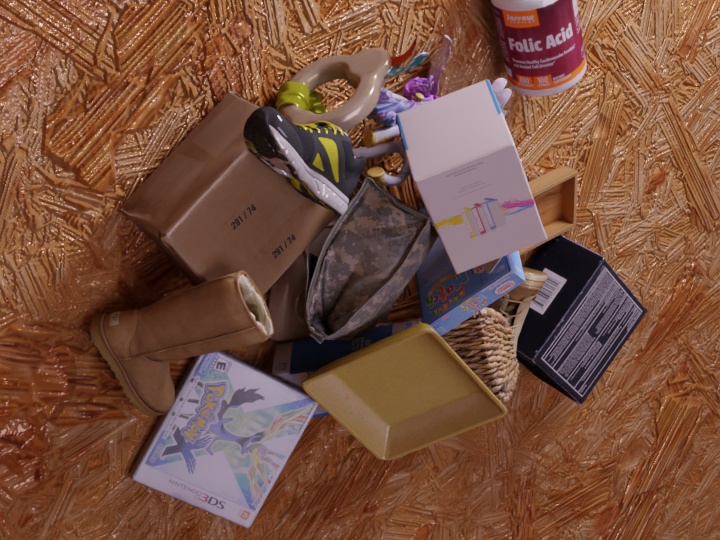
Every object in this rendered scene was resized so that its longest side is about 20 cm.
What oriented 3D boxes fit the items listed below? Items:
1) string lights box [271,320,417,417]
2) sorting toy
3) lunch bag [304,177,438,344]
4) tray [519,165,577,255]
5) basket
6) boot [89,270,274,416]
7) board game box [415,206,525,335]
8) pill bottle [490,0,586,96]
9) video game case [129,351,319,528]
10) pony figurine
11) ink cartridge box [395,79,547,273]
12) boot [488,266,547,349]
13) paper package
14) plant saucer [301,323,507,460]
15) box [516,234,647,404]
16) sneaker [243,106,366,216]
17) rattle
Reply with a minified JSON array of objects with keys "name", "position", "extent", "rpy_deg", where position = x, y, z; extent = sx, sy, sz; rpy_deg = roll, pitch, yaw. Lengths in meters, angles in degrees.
[{"name":"string lights box","position":[-0.008,0.137,1.566],"extent":[0.199,0.059,0.103],"rpy_deg":[-10,133,13]},{"name":"sorting toy","position":[-0.034,-0.003,1.576],"extent":[0.199,0.036,0.186],"rpy_deg":[-6,116,-36]},{"name":"lunch bag","position":[0.000,0.000,1.460],"extent":[0.200,0.117,0.164],"rpy_deg":[-57,171,1]},{"name":"tray","position":[0.254,-0.081,1.792],"extent":[0.199,0.037,0.099],"rpy_deg":[-25,128,-30]},{"name":"basket","position":[0.117,0.110,1.661],"extent":[0.143,0.199,0.150],"rpy_deg":[-50,125,-64]},{"name":"boot","position":[-0.195,0.093,1.368],"extent":[0.199,0.066,0.175],"rpy_deg":[-15,134,15]},{"name":"board game box","position":[0.137,-0.030,1.555],"extent":[0.151,0.201,0.037],"rpy_deg":[-35,130,29]},{"name":"pill bottle","position":[0.239,-0.348,1.574],"extent":[0.114,0.114,0.201],"rpy_deg":[-38,133,-21]},{"name":"video game case","position":[-0.176,0.219,1.521],"extent":[0.182,0.022,0.201],"rpy_deg":[28,92,-23]},{"name":"pony figurine","position":[0.084,-0.192,1.510],"extent":[0.199,0.167,0.194],"rpy_deg":[-4,130,-31]},{"name":"ink cartridge box","position":[0.141,-0.105,1.430],"extent":[0.125,0.129,0.200],"rpy_deg":[-21,137,8]},{"name":"boot","position":[0.219,0.072,1.731],"extent":[0.072,0.200,0.156],"rpy_deg":[16,84,-3]},{"name":"paper package","position":[-0.148,-0.075,1.378],"extent":[0.200,0.103,0.191],"rpy_deg":[-49,137,-11]},{"name":"plant saucer","position":[0.058,0.149,1.500],"extent":[0.199,0.049,0.200],"rpy_deg":[-25,129,24]},{"name":"box","position":[0.336,0.080,1.891],"extent":[0.200,0.123,0.198],"rpy_deg":[-53,136,-4]},{"name":"sneaker","position":[-0.060,-0.140,1.304],"extent":[0.085,0.074,0.200],"rpy_deg":[-59,147,-8]},{"name":"rattle","position":[0.008,-0.198,1.414],"extent":[0.199,0.130,0.143],"rpy_deg":[-29,120,-4]}]
